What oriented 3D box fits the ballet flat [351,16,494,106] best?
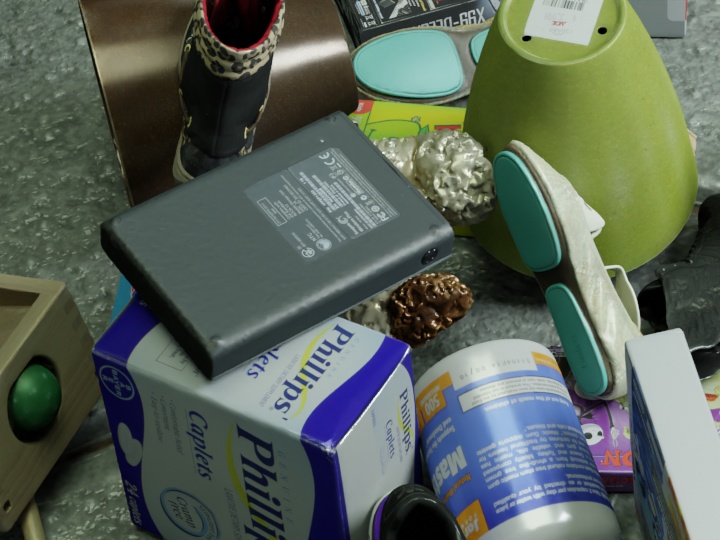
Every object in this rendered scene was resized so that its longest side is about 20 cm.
[{"bbox_3d":[0.082,-0.173,1.877,0.198,0.071,0.071,-14,46,-11],"label":"ballet flat"}]

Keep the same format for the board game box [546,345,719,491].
[{"bbox_3d":[0.229,0.106,1.616,0.198,0.032,0.121,-1,51,7],"label":"board game box"}]

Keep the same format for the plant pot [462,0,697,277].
[{"bbox_3d":[0.154,-0.125,1.658,0.185,0.201,0.188,-5,55,7],"label":"plant pot"}]

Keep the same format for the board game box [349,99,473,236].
[{"bbox_3d":[0.078,-0.080,1.801,0.198,0.048,0.102,5,47,14],"label":"board game box"}]

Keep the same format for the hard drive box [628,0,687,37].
[{"bbox_3d":[0.248,-0.325,1.936,0.076,0.157,0.201,2,48,9],"label":"hard drive box"}]

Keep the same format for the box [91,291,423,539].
[{"bbox_3d":[-0.066,0.116,1.540,0.199,0.185,0.105,19,49,25],"label":"box"}]

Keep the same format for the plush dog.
[{"bbox_3d":[0.000,0.000,1.640,0.159,0.200,0.173,8,63,-32],"label":"plush dog"}]

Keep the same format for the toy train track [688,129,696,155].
[{"bbox_3d":[0.220,-0.097,1.773,0.114,0.033,0.201,22,50,-12],"label":"toy train track"}]

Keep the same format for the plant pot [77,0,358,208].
[{"bbox_3d":[-0.108,-0.151,1.798,0.198,0.188,0.188,-15,46,-6],"label":"plant pot"}]

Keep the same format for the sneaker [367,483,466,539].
[{"bbox_3d":[0.049,0.232,1.426,0.069,0.100,0.202,-14,80,-9],"label":"sneaker"}]

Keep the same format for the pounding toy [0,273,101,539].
[{"bbox_3d":[-0.278,0.116,1.627,0.198,0.143,0.185,7,46,29],"label":"pounding toy"}]

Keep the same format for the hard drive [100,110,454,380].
[{"bbox_3d":[-0.057,-0.021,1.511,0.199,0.033,0.140,-27,56,-25],"label":"hard drive"}]

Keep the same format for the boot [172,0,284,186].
[{"bbox_3d":[-0.094,-0.168,1.628,0.072,0.151,0.201,11,49,-4],"label":"boot"}]

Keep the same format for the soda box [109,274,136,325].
[{"bbox_3d":[-0.121,0.002,1.640,0.064,0.200,0.068,20,62,-18],"label":"soda box"}]

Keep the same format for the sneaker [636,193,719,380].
[{"bbox_3d":[0.250,0.009,1.661,0.103,0.060,0.200,-6,36,-6],"label":"sneaker"}]

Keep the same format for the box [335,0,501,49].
[{"bbox_3d":[0.049,-0.274,1.990,0.156,0.050,0.201,-16,46,-7],"label":"box"}]

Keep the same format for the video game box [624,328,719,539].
[{"bbox_3d":[0.216,0.172,1.447,0.046,0.183,0.201,-13,45,1],"label":"video game box"}]

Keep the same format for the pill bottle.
[{"bbox_3d":[0.110,0.157,1.514,0.111,0.112,0.201,-15,58,-6],"label":"pill bottle"}]

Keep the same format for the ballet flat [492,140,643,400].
[{"bbox_3d":[0.155,-0.006,1.610,0.062,0.202,0.067,-25,9,-28],"label":"ballet flat"}]
